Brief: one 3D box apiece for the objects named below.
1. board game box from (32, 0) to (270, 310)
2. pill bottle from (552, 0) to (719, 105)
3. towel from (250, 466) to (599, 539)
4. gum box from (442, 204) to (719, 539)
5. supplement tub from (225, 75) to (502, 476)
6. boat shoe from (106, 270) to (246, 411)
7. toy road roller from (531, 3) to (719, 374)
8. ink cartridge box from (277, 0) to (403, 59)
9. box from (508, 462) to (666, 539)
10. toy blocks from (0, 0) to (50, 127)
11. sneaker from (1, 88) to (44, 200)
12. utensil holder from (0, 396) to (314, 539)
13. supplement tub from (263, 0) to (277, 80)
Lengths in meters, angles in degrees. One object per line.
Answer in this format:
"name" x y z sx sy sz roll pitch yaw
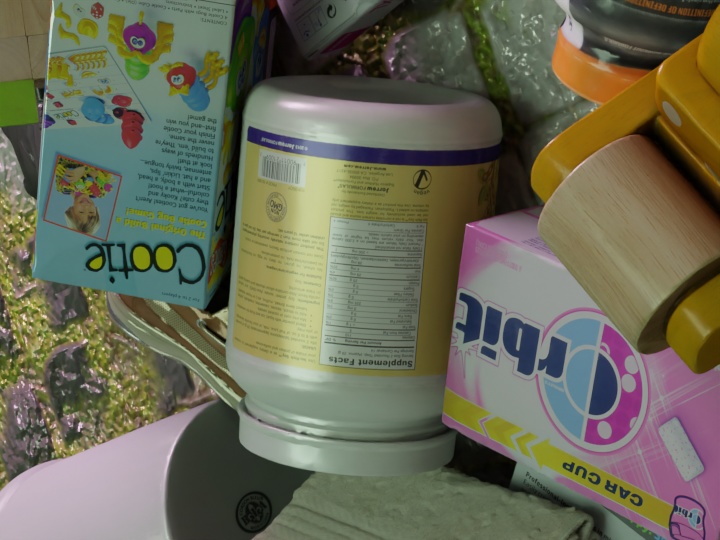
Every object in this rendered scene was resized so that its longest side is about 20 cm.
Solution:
"board game box" -0.114 -0.097 1.358 0.104 0.103 0.201 10 112 7
"pill bottle" 0.151 -0.178 1.183 0.106 0.106 0.201 35 124 33
"towel" 0.025 0.162 1.343 0.199 0.133 0.035 16 142 44
"gum box" 0.130 0.051 1.240 0.199 0.066 0.114 25 117 39
"supplement tub" 0.000 0.000 1.346 0.145 0.145 0.202 15 105 42
"boat shoe" -0.063 0.035 1.454 0.199 0.076 0.072 26 131 11
"toy road roller" 0.181 -0.065 1.117 0.123 0.199 0.146 50 168 23
"ink cartridge box" -0.028 -0.235 1.359 0.119 0.042 0.201 -33 81 45
"box" 0.166 0.087 1.293 0.156 0.041 0.201 37 124 32
"toy blocks" -0.214 -0.184 1.476 0.137 0.099 0.202 175 87 -78
"sneaker" -0.213 -0.133 1.596 0.091 0.076 0.202 -2 96 56
"utensil holder" -0.120 0.177 1.520 0.199 0.169 0.171 -26 83 44
"supplement tub" -0.104 -0.134 1.455 0.107 0.107 0.201 24 118 39
